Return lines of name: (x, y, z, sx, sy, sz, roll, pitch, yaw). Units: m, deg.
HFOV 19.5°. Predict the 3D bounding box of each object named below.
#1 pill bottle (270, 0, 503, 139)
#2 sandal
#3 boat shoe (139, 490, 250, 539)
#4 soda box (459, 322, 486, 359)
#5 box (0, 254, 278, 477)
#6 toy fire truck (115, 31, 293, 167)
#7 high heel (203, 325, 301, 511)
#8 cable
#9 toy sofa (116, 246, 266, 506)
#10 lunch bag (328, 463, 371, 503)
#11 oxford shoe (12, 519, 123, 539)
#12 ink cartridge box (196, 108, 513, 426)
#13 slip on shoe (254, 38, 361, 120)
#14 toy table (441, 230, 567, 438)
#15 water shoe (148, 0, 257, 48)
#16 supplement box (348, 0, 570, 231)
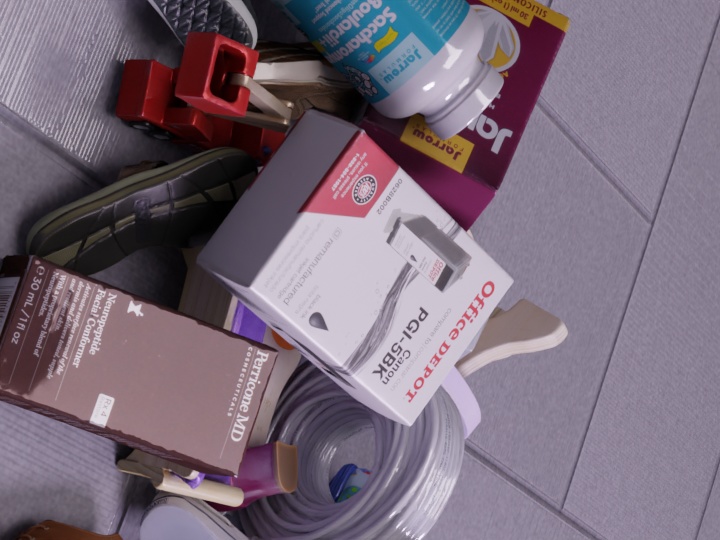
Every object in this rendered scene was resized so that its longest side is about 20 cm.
pill bottle: (0.020, -0.196, 1.630, 0.200, 0.111, 0.111, 44, 57, -12)
sandal: (-0.161, -0.053, 1.546, 0.200, 0.057, 0.080, -17, 133, -32)
boat shoe: (-0.090, 0.246, 1.645, 0.200, 0.073, 0.065, 51, 14, -10)
soda box: (0.007, 0.001, 1.693, 0.200, 0.068, 0.064, 30, 66, -10)
box: (-0.169, 0.069, 1.485, 0.199, 0.075, 0.100, 22, 80, -25)
toy fire truck: (-0.101, -0.122, 1.550, 0.200, 0.141, 0.049, 24, 74, -54)
high heel: (-0.099, 0.095, 1.704, 0.067, 0.096, 0.201, 21, 60, -57)
cable: (-0.009, 0.156, 1.696, 0.069, 0.200, 0.201, 38, 67, -44)
toy sofa: (-0.107, 0.076, 1.617, 0.083, 0.097, 0.201, 20, 81, -41)
lunch bag: (-0.015, 0.272, 1.785, 0.161, 0.082, 0.201, 71, 41, -68)
oxford shoe: (-0.241, 0.216, 1.518, 0.200, 0.071, 0.072, 11, 61, -55)
ink cartridge box: (0.000, 0.000, 1.566, 0.200, 0.083, 0.147, 41, 80, -36)
slip on shoe: (-0.060, -0.149, 1.672, 0.200, 0.076, 0.061, -13, 120, -60)
toy table: (0.076, 0.050, 1.828, 0.117, 0.184, 0.200, -48, 154, -15)
water shoe: (-0.143, -0.241, 1.544, 0.079, 0.071, 0.200, -94, 158, -58)
supplement box: (0.074, -0.147, 1.763, 0.200, 0.131, 0.103, -66, -173, -31)
